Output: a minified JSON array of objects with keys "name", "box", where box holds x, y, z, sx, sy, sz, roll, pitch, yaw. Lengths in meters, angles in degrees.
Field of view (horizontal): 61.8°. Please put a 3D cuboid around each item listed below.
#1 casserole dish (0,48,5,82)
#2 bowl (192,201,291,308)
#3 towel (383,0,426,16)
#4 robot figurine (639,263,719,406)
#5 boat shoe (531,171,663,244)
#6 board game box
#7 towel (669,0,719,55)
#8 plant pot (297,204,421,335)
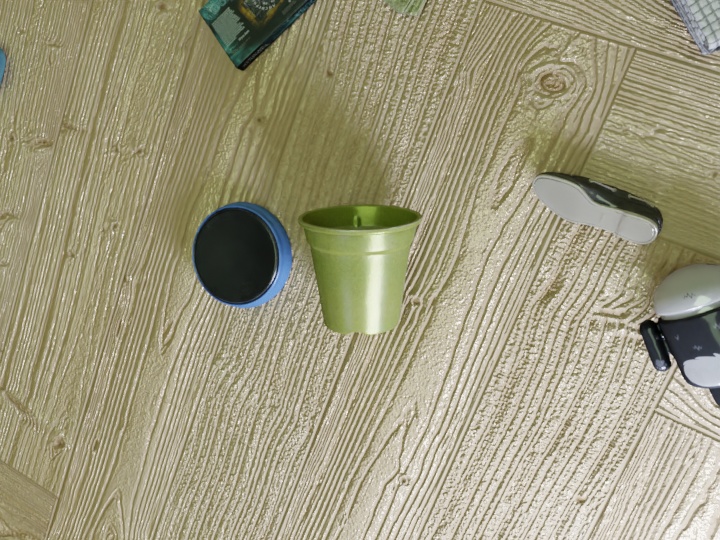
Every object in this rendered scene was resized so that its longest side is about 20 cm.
[{"name":"casserole dish","box":[-0.834,-0.449,1.287,0.199,0.039,0.122,24,102,14]},{"name":"bowl","box":[-0.228,-0.028,1.129,0.199,0.039,0.202,2,95,18]},{"name":"towel","box":[0.053,-0.529,0.992,0.200,0.036,0.149,40,106,10]},{"name":"robot figurine","box":[0.505,0.089,0.861,0.150,0.125,0.201,-23,88,-11]},{"name":"boat shoe","box":[0.365,-0.104,0.929,0.199,0.057,0.067,28,139,17]},{"name":"board game box","box":[-0.183,-0.479,1.077,0.200,0.028,0.136,-36,84,18]},{"name":"towel","box":[0.513,-0.420,0.830,0.165,0.086,0.201,-27,85,17]},{"name":"plant pot","box":[0.000,0.000,0.993,0.199,0.200,0.185,5,107,17]}]
